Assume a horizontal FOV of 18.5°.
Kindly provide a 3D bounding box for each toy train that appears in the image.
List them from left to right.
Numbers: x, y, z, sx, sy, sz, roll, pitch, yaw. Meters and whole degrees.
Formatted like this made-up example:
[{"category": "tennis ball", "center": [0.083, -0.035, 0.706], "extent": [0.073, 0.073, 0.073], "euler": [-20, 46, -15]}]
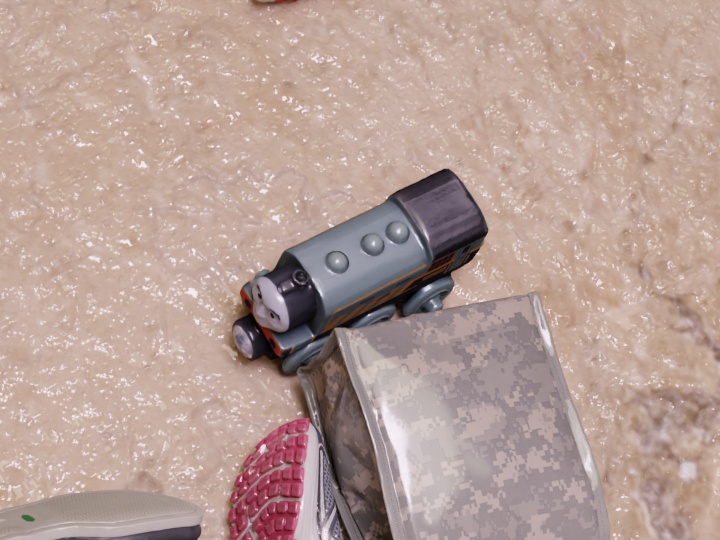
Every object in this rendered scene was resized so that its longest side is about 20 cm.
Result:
[{"category": "toy train", "center": [0.000, 0.000, 1.576], "extent": [0.199, 0.114, 0.086], "euler": [-25, 72, -25]}]

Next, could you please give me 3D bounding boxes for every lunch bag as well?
[{"category": "lunch bag", "center": [0.067, 0.133, 1.524], "extent": [0.163, 0.118, 0.201], "euler": [-10, 72, -23]}]

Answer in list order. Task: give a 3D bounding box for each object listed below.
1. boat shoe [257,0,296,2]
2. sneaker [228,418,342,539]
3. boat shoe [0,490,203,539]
[{"category": "boat shoe", "center": [-0.081, -0.300, 1.731], "extent": [0.062, 0.071, 0.201], "euler": [-14, 73, -18]}, {"category": "sneaker", "center": [-0.039, 0.198, 1.497], "extent": [0.074, 0.080, 0.201], "euler": [19, 57, -39]}, {"category": "boat shoe", "center": [-0.198, 0.189, 1.459], "extent": [0.199, 0.072, 0.068], "euler": [-10, 108, -27]}]
